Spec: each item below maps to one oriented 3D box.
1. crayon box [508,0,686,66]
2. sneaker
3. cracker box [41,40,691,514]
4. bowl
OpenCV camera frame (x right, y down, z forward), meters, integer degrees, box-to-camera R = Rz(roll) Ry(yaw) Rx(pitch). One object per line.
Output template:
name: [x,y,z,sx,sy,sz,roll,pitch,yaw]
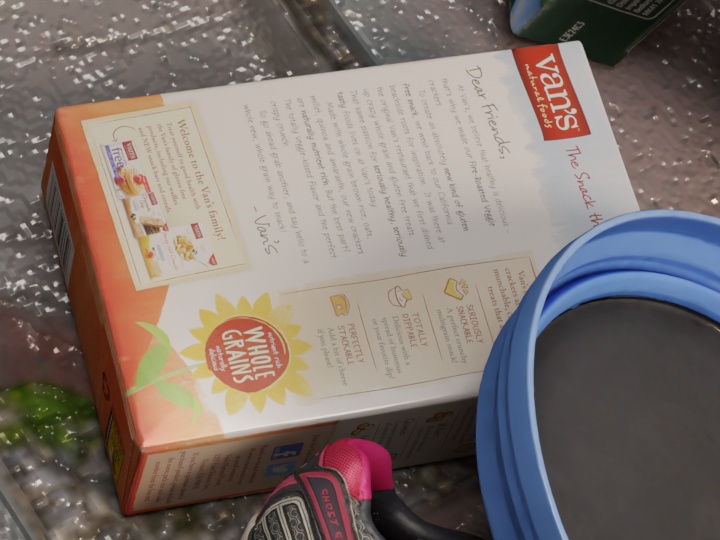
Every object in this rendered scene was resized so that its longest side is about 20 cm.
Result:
crayon box: [0.104,-0.197,1.089,0.051,0.126,0.200,15,55,-27]
sneaker: [0.046,0.134,0.895,0.200,0.081,0.075,35,101,8]
cracker box: [0.000,0.000,0.993,0.200,0.058,0.134,-8,64,-16]
bowl: [0.122,0.077,0.917,0.200,0.039,0.201,21,51,-28]
